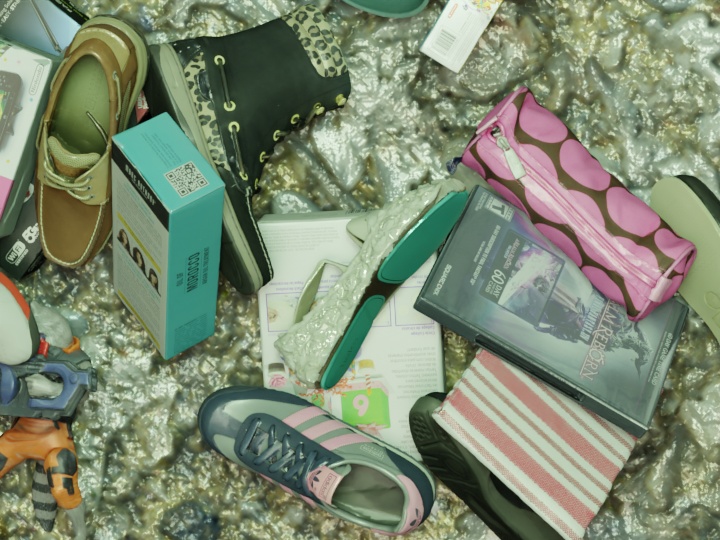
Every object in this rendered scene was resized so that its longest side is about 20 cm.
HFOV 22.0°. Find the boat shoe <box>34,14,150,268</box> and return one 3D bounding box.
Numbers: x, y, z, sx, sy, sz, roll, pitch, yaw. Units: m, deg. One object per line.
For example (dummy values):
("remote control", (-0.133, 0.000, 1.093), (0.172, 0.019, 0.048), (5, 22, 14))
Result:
("boat shoe", (-0.213, -0.092, 1.388), (0.075, 0.074, 0.201), (16, 116, 6))

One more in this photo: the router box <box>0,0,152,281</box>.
("router box", (-0.267, -0.115, 1.474), (0.150, 0.062, 0.200), (38, 98, -1))

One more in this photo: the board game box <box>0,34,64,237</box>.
("board game box", (-0.342, -0.127, 1.415), (0.199, 0.064, 0.148), (21, 98, 3))

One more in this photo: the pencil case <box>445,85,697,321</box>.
("pencil case", (0.168, -0.049, 1.429), (0.200, 0.094, 0.091), (42, 91, 5))

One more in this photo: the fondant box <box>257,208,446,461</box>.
("fondant box", (-0.006, 0.052, 1.485), (0.144, 0.058, 0.201), (-3, 97, 4))

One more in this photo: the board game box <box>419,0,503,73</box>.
("board game box", (0.111, -0.241, 1.361), (0.034, 0.134, 0.200), (31, 100, -1))

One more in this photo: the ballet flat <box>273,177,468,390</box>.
("ballet flat", (0.000, 0.000, 1.417), (0.072, 0.072, 0.200), (36, 98, -2))

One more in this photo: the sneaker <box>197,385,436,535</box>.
("sneaker", (-0.037, 0.146, 1.429), (0.199, 0.082, 0.070), (20, 101, 5))

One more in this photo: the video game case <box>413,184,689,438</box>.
("video game case", (0.152, 0.029, 1.439), (0.200, 0.143, 0.019), (29, 136, 0))

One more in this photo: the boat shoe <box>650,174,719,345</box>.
("boat shoe", (0.298, 0.009, 1.460), (0.063, 0.074, 0.202), (-29, 83, -31))

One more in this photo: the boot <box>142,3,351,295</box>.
("boot", (-0.068, -0.098, 1.428), (0.153, 0.073, 0.204), (-22, 91, -23))

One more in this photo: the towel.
("towel", (0.146, 0.103, 1.426), (0.146, 0.200, 0.030), (42, 134, -3))

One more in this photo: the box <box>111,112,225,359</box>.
("box", (-0.148, -0.023, 1.410), (0.049, 0.200, 0.082), (-28, 63, -24))

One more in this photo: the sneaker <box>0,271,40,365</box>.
("sneaker", (-0.320, 0.021, 1.374), (0.067, 0.108, 0.202), (-11, 125, 27))

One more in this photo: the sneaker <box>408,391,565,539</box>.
("sneaker", (0.120, 0.137, 1.456), (0.199, 0.076, 0.114), (45, 70, -30))

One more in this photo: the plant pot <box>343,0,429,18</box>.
("plant pot", (0.012, -0.308, 1.379), (0.200, 0.200, 0.134), (40, 72, -3))

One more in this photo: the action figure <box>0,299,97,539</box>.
("action figure", (-0.283, 0.118, 1.511), (0.199, 0.105, 0.194), (11, 92, 27))
